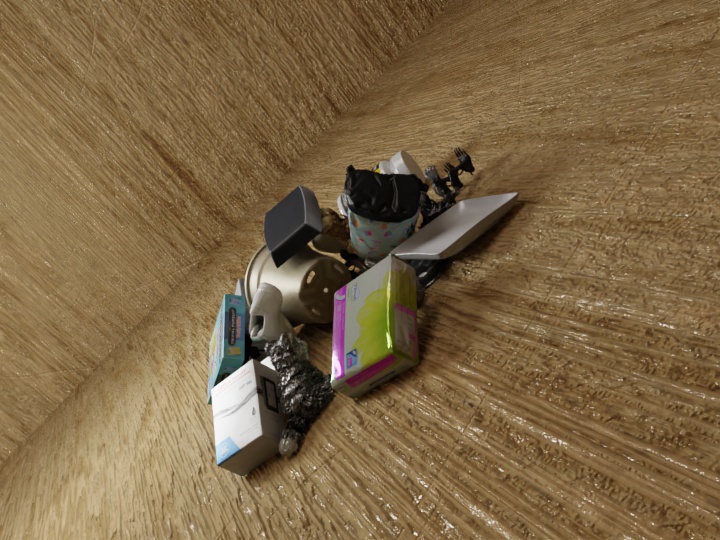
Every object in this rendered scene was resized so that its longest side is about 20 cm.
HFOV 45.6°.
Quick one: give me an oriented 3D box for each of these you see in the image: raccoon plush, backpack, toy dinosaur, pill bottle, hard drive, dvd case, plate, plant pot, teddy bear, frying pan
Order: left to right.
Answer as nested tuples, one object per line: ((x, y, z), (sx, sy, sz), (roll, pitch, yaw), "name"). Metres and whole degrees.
((-0.263, 0.134, 1.868), (0.201, 0.017, 0.144), (-110, 31, -52), "dvd case")
((-0.121, 0.197, 1.463), (0.096, 0.134, 0.201), (-34, 19, 24), "raccoon plush")
((-0.146, -0.099, 1.788), (0.134, 0.042, 0.201), (-38, 28, 13), "hard drive")
((-0.116, 0.035, 1.801), (0.201, 0.201, 0.182), (-49, 28, -20), "plant pot")
((-0.014, -0.077, 1.812), (0.145, 0.197, 0.068), (44, 118, 53), "teddy bear")
((0.040, -0.105, 1.674), (0.201, 0.164, 0.128), (87, -162, -65), "backpack")
((0.051, -0.187, 2.037), (0.199, 0.114, 0.115), (-37, 17, 22), "pill bottle")
((0.061, 0.029, 1.544), (0.102, 0.077, 0.201), (-36, 28, 7), "toy dinosaur")
((0.110, -0.010, 1.622), (0.115, 0.031, 0.190), (-43, 19, -2), "frying pan")
((0.170, -0.072, 1.554), (0.199, 0.033, 0.199), (-36, 15, -21), "plate")

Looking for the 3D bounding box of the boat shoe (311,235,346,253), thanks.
((-0.014, -0.080, 1.914), (0.198, 0.073, 0.060), (-16, -5, -11), "boat shoe")

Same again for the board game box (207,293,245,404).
((-0.285, 0.170, 1.810), (0.201, 0.046, 0.153), (116, 155, -50), "board game box")

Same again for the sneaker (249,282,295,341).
((-0.190, 0.118, 1.740), (0.074, 0.202, 0.089), (14, 53, 23), "sneaker")

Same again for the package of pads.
((0.024, 0.088, 1.403), (0.154, 0.068, 0.202), (-34, 41, 35), "package of pads")

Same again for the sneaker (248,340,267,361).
((-0.223, 0.189, 1.866), (0.201, 0.065, 0.092), (-116, 33, -54), "sneaker")

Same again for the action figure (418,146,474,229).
((0.154, -0.158, 1.740), (0.201, 0.102, 0.119), (-56, 7, -37), "action figure")

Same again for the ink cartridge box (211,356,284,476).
((-0.203, 0.244, 1.525), (0.115, 0.068, 0.202), (-36, 44, 22), "ink cartridge box")

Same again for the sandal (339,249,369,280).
((0.000, 0.000, 1.805), (0.055, 0.081, 0.200), (-65, 23, 5), "sandal")

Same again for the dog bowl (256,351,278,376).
((-0.187, 0.231, 1.677), (0.199, 0.059, 0.201), (-40, 17, 15), "dog bowl")
